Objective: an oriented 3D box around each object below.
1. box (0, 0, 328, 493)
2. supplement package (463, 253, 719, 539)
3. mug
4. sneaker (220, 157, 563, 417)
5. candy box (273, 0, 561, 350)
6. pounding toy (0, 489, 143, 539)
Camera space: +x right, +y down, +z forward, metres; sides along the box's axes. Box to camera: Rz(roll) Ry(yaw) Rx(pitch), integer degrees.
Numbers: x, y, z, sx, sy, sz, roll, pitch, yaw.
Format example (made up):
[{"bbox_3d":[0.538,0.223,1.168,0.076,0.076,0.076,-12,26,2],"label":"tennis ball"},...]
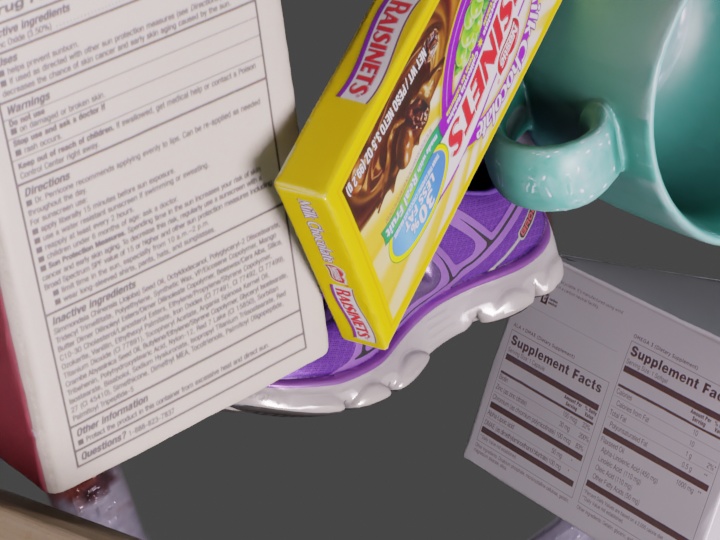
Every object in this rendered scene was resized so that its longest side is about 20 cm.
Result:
[{"bbox_3d":[-0.102,-0.047,0.743,0.127,0.109,0.201,-26,124,-30],"label":"box"},{"bbox_3d":[0.182,0.074,1.006,0.199,0.155,0.112,7,104,-41],"label":"supplement package"},{"bbox_3d":[0.128,-0.100,0.909,0.184,0.114,0.153,6,105,-42],"label":"mug"},{"bbox_3d":[0.000,0.000,0.890,0.200,0.080,0.084,-31,113,-38],"label":"sneaker"},{"bbox_3d":[0.032,-0.080,0.790,0.201,0.026,0.102,-63,155,-25],"label":"candy box"},{"bbox_3d":[-0.129,0.186,0.750,0.142,0.183,0.201,27,79,-60],"label":"pounding toy"}]
